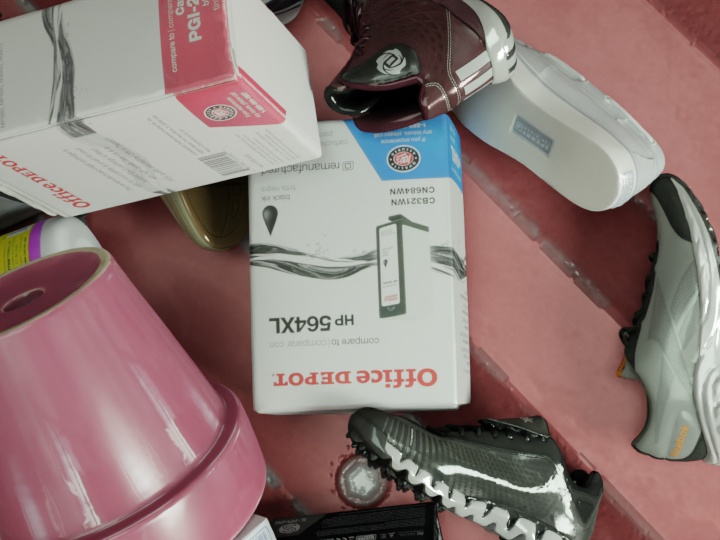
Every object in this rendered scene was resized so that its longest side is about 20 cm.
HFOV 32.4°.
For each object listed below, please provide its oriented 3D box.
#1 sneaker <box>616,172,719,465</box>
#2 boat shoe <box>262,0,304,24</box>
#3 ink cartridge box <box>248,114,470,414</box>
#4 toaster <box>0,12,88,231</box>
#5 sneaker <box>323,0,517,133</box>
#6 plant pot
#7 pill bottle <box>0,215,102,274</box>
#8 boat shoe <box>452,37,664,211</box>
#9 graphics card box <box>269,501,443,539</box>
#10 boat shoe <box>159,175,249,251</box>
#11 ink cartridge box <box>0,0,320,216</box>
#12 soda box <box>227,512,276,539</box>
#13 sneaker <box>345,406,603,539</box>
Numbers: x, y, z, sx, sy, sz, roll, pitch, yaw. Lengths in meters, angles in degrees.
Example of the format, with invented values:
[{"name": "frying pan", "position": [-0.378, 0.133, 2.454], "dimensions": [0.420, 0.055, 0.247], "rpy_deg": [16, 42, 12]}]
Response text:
[{"name": "sneaker", "position": [0.211, 0.033, 0.842], "dimensions": [0.079, 0.074, 0.201], "rpy_deg": [-5, 84, 14]}, {"name": "boat shoe", "position": [-0.124, -0.193, 0.879], "dimensions": [0.199, 0.068, 0.072], "rpy_deg": [-18, 75, -21]}, {"name": "ink cartridge box", "position": [0.000, 0.000, 0.873], "dimensions": [0.145, 0.084, 0.201], "rpy_deg": [-3, 83, 9]}, {"name": "toaster", "position": [-0.313, -0.108, 0.891], "dimensions": [0.118, 0.181, 0.201], "rpy_deg": [-25, 80, 9]}, {"name": "sneaker", "position": [0.003, -0.160, 0.850], "dimensions": [0.115, 0.076, 0.200], "rpy_deg": [-39, 47, -17]}, {"name": "plant pot", "position": [-0.182, 0.093, 0.789], "dimensions": [0.199, 0.200, 0.180], "rpy_deg": [-19, 112, 7]}, {"name": "pill bottle", "position": [-0.284, 0.038, 0.907], "dimensions": [0.199, 0.104, 0.105], "rpy_deg": [-19, 81, 8]}, {"name": "boat shoe", "position": [0.129, -0.120, 0.871], "dimensions": [0.200, 0.068, 0.072], "rpy_deg": [40, 136, 33]}, {"name": "graphics card box", "position": [-0.009, 0.237, 0.799], "dimensions": [0.125, 0.200, 0.051], "rpy_deg": [-9, 120, 8]}, {"name": "boat shoe", "position": [-0.143, -0.100, 0.922], "dimensions": [0.065, 0.072, 0.201], "rpy_deg": [-34, 77, 45]}, {"name": "ink cartridge box", "position": [-0.145, -0.108, 0.792], "dimensions": [0.199, 0.146, 0.085], "rpy_deg": [-13, 73, 15]}, {"name": "soda box", "position": [-0.134, 0.227, 0.756], "dimensions": [0.068, 0.200, 0.064], "rpy_deg": [5, 123, 47]}, {"name": "sneaker", "position": [0.084, 0.129, 0.838], "dimensions": [0.199, 0.066, 0.091], "rpy_deg": [31, 78, -14]}]
